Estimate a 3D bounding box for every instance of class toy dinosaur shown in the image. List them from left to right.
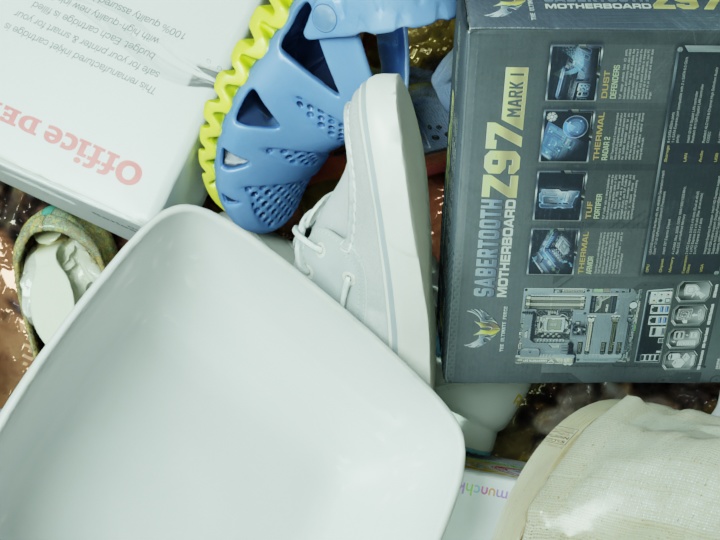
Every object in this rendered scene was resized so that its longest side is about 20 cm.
[{"bbox_3d":[0.058,-0.077,0.751,0.181,0.105,0.202,35,124,23],"label":"toy dinosaur"}]

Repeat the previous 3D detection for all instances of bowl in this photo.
[{"bbox_3d":[-0.069,0.100,0.628,0.199,0.074,0.201,40,59,-14],"label":"bowl"}]

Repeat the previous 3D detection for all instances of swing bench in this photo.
[{"bbox_3d":[0.167,0.168,0.617,0.197,0.129,0.203,4,98,44],"label":"swing bench"}]

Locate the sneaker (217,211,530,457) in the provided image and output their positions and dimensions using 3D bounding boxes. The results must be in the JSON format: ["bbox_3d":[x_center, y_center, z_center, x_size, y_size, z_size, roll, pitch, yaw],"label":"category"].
[{"bbox_3d":[0.005,0.018,0.778,0.199,0.077,0.081,32,92,-7],"label":"sneaker"}]

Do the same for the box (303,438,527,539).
[{"bbox_3d":[0.014,0.143,0.756,0.197,0.112,0.103,11,89,1],"label":"box"}]

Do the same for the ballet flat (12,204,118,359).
[{"bbox_3d":[-0.149,0.062,0.784,0.070,0.071,0.203,-13,90,2],"label":"ballet flat"}]

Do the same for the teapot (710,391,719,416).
[{"bbox_3d":[0.236,0.157,0.737,0.197,0.145,0.202,35,118,34],"label":"teapot"}]

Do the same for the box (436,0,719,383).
[{"bbox_3d":[0.118,-0.036,0.671,0.155,0.051,0.202,-1,126,-2],"label":"box"}]

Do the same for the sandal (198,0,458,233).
[{"bbox_3d":[-0.015,-0.093,0.685,0.087,0.079,0.201,38,127,16],"label":"sandal"}]

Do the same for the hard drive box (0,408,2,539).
[{"bbox_3d":[-0.162,0.170,0.678,0.076,0.200,0.158,-12,105,19],"label":"hard drive box"}]

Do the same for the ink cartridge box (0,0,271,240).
[{"bbox_3d":[-0.125,-0.129,0.754,0.145,0.084,0.202,24,80,6],"label":"ink cartridge box"}]

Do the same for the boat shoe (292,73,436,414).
[{"bbox_3d":[0.000,0.000,0.682,0.068,0.072,0.202,-1,131,6],"label":"boat shoe"}]
